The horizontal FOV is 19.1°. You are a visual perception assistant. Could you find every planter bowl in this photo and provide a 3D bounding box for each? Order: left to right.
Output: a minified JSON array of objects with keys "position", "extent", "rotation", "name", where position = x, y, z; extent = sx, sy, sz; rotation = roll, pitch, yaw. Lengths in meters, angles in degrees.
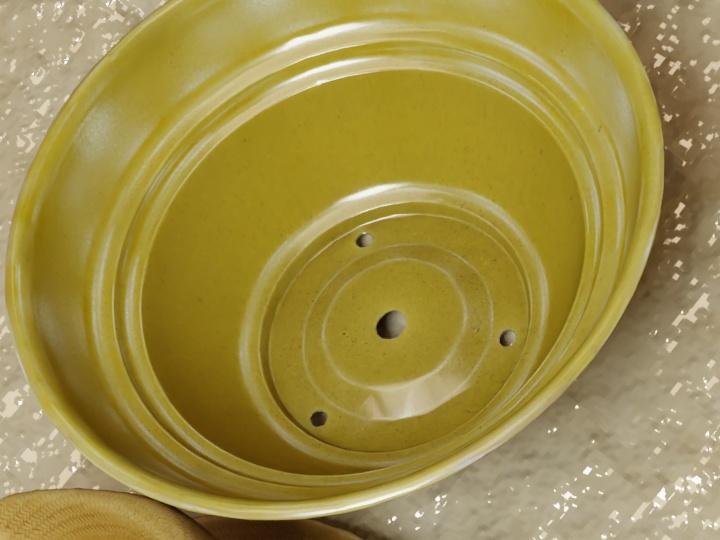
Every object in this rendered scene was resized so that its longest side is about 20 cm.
[{"position":[0.000,0.000,0.652],"extent":[0.200,0.084,0.201],"rotation":[-9,57,14],"name":"planter bowl"}]

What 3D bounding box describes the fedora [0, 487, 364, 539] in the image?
[{"position":[-0.074,0.117,0.596],"extent":[0.200,0.082,0.201],"rotation":[-20,32,13],"name":"fedora"}]
